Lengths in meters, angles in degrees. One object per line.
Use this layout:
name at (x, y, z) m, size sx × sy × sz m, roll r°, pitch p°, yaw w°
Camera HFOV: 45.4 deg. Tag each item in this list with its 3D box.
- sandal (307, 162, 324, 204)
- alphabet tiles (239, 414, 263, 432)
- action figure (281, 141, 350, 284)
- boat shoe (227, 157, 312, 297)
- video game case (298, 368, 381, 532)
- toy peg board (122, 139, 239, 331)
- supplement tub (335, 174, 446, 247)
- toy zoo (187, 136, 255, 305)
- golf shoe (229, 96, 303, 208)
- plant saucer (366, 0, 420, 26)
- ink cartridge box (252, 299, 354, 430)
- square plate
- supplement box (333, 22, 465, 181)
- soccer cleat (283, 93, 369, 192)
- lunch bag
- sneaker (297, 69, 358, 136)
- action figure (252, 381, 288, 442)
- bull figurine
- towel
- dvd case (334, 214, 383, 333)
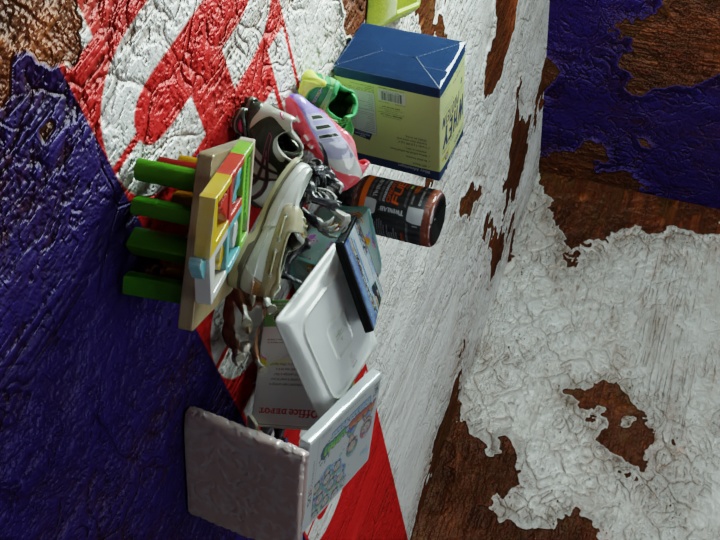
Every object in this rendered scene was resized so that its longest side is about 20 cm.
sandal at (-0.080, -0.142, 1.392) m, size 0.200 × 0.044 × 0.077 m, roll -13°, pitch 97°, yaw -73°
alphabet tiles at (-0.156, 0.336, 1.349) m, size 0.014 × 0.200 × 0.199 m, roll -13°, pitch 125°, yaw -27°
action figure at (-0.068, -0.079, 1.266) m, size 0.119 × 0.100 × 0.203 m, roll 161°, pitch -47°, yaw -83°
boat shoe at (-0.104, -0.054, 1.152) m, size 0.075 × 0.067 × 0.203 m, roll 92°, pitch 21°, yaw -71°
video game case at (-0.035, 0.271, 1.298) m, size 0.199 × 0.023 × 0.185 m, roll -38°, pitch 143°, yaw -49°
toy peg board at (-0.211, -0.058, 1.049) m, size 0.199 × 0.096 × 0.204 m, roll -68°, pitch 168°, yaw -76°
supplement tub at (0.052, -0.114, 1.588) m, size 0.107 × 0.196 × 0.109 m, roll 13°, pitch 90°, yaw -72°
toy zoo at (-0.157, -0.054, 0.981) m, size 0.201 × 0.020 × 0.133 m, roll -75°, pitch 174°, yaw -60°
golf shoe at (-0.124, -0.151, 1.215) m, size 0.202 × 0.086 × 0.078 m, roll 81°, pitch 28°, yaw -55°
plant saucer at (0.074, -0.550, 1.575) m, size 0.200 × 0.047 × 0.204 m, roll -46°, pitch 145°, yaw -57°
ink cartridge box at (-0.085, 0.153, 1.378) m, size 0.084 × 0.142 × 0.204 m, roll 28°, pitch 64°, yaw -57°
square plate at (-0.039, 0.095, 1.293) m, size 0.201 × 0.028 × 0.201 m, roll -54°, pitch 131°, yaw -46°
supplement box at (0.072, -0.296, 1.514) m, size 0.202 × 0.196 × 0.135 m, roll 84°, pitch 28°, yaw -49°
soccer cleat at (-0.052, -0.209, 1.345) m, size 0.076 × 0.067 × 0.201 m, roll -43°, pitch 132°, yaw -9°
lunch bag at (-0.040, 0.008, 1.532) m, size 0.172 × 0.120 × 0.203 m, roll -60°, pitch 151°, yaw -41°
sneaker at (-0.042, -0.251, 1.390) m, size 0.200 × 0.082 × 0.076 m, roll 45°, pitch 61°, yaw -70°
action figure at (-0.143, 0.249, 1.475) m, size 0.129 × 0.068 × 0.205 m, roll 2°, pitch 97°, yaw -54°
bull figurine at (-0.163, 0.049, 1.223) m, size 0.122 × 0.064 × 0.203 m, roll -116°, pitch -154°, yaw -46°
towel at (-0.165, 0.304, 1.242) m, size 0.032 × 0.196 × 0.195 m, roll -45°, pitch 145°, yaw -54°
dvd case at (0.000, 0.000, 1.361) m, size 0.200 × 0.017 × 0.145 m, roll -69°, pitch 140°, yaw -74°
